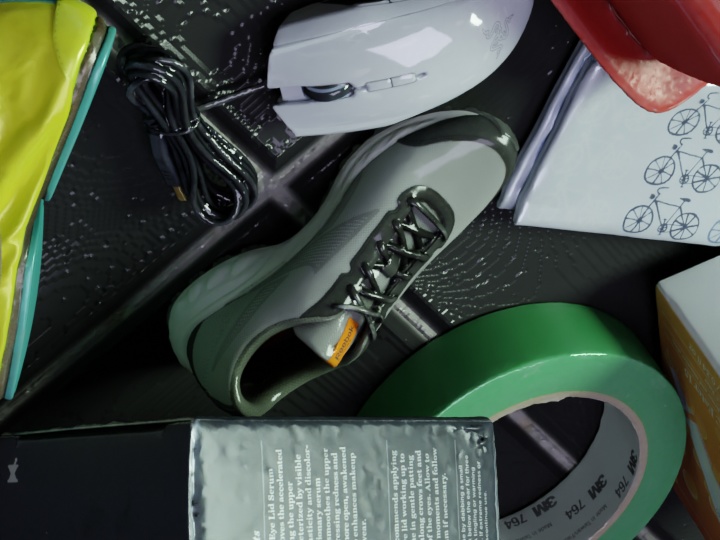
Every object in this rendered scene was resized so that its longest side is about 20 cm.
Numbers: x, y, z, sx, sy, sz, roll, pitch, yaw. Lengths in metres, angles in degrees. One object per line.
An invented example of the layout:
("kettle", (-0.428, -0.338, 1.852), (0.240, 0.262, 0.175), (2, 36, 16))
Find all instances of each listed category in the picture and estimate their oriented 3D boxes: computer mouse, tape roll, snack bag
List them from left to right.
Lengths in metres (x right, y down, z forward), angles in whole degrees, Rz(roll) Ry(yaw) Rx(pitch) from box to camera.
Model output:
("computer mouse", (-0.004, -0.093, 0.903), (0.200, 0.044, 0.110), (-24, 133, -7))
("tape roll", (0.086, 0.110, 1.117), (0.200, 0.048, 0.200), (-14, 133, -16))
("snack bag", (0.187, -0.098, 1.012), (0.189, 0.021, 0.200), (7, 123, -31))

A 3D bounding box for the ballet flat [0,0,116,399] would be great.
("ballet flat", (-0.162, -0.033, 0.868), (0.067, 0.067, 0.200), (14, 119, -11))

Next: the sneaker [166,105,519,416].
("sneaker", (0.000, 0.000, 0.960), (0.200, 0.079, 0.074), (-40, 132, 6))

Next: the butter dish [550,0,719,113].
("butter dish", (0.182, -0.162, 0.853), (0.199, 0.148, 0.200), (-42, 130, 3))

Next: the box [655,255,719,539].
("box", (0.241, 0.092, 1.115), (0.097, 0.124, 0.200), (-23, 139, -7))

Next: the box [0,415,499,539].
("box", (-0.051, 0.123, 0.936), (0.200, 0.148, 0.104), (3, 82, -44))
